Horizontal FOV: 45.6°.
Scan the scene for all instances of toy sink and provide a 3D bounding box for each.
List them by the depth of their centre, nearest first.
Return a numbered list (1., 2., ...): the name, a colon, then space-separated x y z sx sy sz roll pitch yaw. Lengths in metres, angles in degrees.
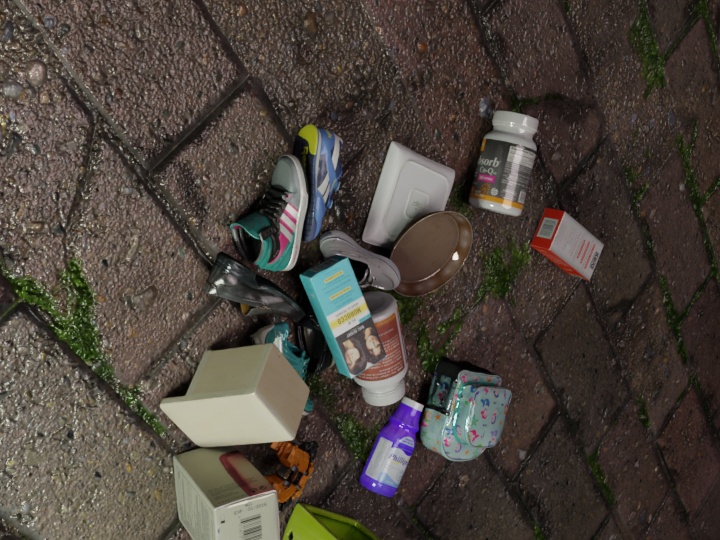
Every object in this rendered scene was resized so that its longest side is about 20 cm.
1. toy sink: -0.207 0.207 1.424 0.131 0.198 0.113 56 35 -35

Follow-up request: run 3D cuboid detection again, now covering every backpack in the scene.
1. backpack: 0.222 0.309 1.839 0.177 0.150 0.202 15 97 -44

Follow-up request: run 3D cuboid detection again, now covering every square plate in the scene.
1. square plate: 0.104 -0.129 1.683 0.199 0.028 0.200 17 90 -43

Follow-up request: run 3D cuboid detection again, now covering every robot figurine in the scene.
1. robot figurine: -0.132 0.362 1.540 0.146 0.058 0.200 -60 166 -13

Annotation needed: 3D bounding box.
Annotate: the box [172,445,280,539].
1. box: -0.221 0.386 1.406 0.108 0.200 0.129 -11 109 -28

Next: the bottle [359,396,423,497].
1. bottle: 0.071 0.361 1.764 0.083 0.065 0.201 31 81 -41

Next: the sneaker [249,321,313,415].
1. sneaker: -0.123 0.177 1.517 0.079 0.078 0.201 -29 123 -8

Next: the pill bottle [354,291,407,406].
1. pill bottle: 0.030 0.152 1.637 0.112 0.112 0.202 -28 119 -33

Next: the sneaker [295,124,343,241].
1. sneaker: -0.071 -0.149 1.489 0.082 0.074 0.202 -1 103 -44

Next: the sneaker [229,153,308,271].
1. sneaker: -0.158 -0.093 1.424 0.120 0.083 0.202 -9 109 -50

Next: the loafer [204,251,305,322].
1. loafer: -0.179 0.045 1.454 0.199 0.073 0.073 34 87 -32

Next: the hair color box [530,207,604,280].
1. hair color box: 0.492 -0.061 2.029 0.199 0.061 0.102 30 81 -42

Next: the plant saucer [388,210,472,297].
1. plant saucer: 0.131 -0.039 1.690 0.199 0.035 0.202 -20 135 -21

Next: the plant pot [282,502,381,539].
1. plant pot: -0.049 0.588 1.638 0.199 0.199 0.183 33 86 -43

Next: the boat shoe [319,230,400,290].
1. boat shoe: 0.000 0.000 1.585 0.199 0.073 0.066 28 39 -35

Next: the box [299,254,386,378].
1. box: -0.029 0.081 1.503 0.082 0.049 0.201 -29 109 -21

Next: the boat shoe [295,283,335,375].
1. boat shoe: -0.085 0.098 1.541 0.066 0.074 0.201 -34 133 -51

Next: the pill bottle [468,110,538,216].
1. pill bottle: 0.300 -0.221 1.774 0.116 0.116 0.202 10 95 -43
